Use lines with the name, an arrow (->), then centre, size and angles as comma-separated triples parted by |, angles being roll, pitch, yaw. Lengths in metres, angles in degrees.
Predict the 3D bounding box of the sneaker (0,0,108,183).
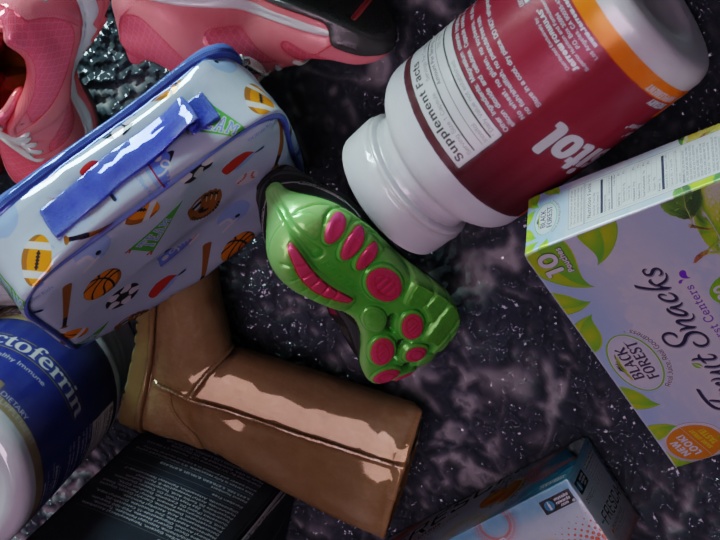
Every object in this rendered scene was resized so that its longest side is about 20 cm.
sneaker -> -0.215, -0.111, 0.975 | 0.073, 0.087, 0.201 | 28, 140, 10

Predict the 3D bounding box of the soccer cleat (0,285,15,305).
soccer cleat -> -0.258, -0.005, 1.020 | 0.077, 0.198, 0.070 | -14, 86, 64

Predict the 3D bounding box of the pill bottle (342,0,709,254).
pill bottle -> 0.088, -0.098, 0.882 | 0.199, 0.113, 0.113 | -37, 94, 29

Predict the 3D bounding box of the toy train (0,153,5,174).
toy train -> -0.298, -0.061, 1.038 | 0.084, 0.116, 0.203 | -2, 109, 22

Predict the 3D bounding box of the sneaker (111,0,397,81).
sneaker -> -0.067, -0.147, 0.955 | 0.198, 0.074, 0.088 | 17, 125, 21

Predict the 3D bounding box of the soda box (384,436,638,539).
soda box -> 0.081, 0.189, 1.023 | 0.199, 0.064, 0.069 | -32, 97, 27

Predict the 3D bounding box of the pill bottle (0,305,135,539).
pill bottle -> -0.226, 0.089, 1.020 | 0.114, 0.200, 0.117 | 5, 112, 14

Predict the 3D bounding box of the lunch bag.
lunch bag -> -0.124, -0.044, 0.910 | 0.199, 0.160, 0.076 | -38, 74, -5

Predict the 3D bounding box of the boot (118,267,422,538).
boot -> -0.051, 0.066, 1.030 | 0.198, 0.066, 0.177 | 20, 119, 10

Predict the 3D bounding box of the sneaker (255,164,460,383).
sneaker -> 0.000, 0.000, 0.946 | 0.076, 0.084, 0.200 | -33, 139, 4

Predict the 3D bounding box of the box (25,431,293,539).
box -> -0.148, 0.244, 1.054 | 0.123, 0.197, 0.202 | 19, 115, 12

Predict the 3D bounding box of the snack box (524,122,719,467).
snack box -> 0.199, 0.017, 0.874 | 0.141, 0.053, 0.200 | -20, 128, 27
